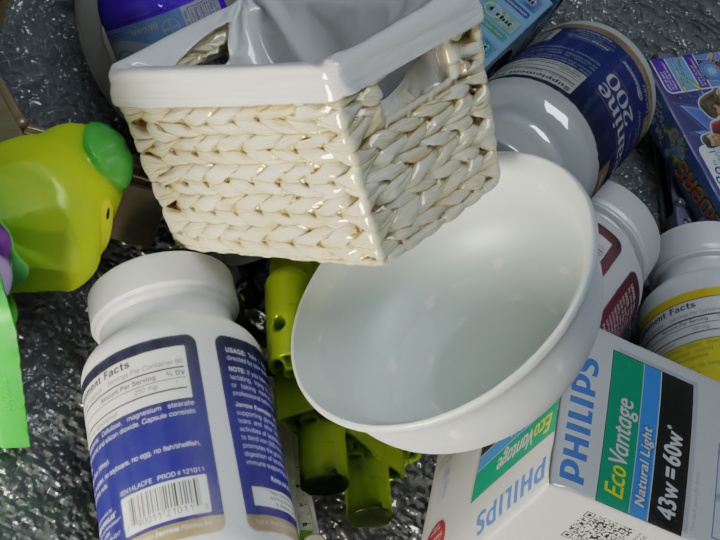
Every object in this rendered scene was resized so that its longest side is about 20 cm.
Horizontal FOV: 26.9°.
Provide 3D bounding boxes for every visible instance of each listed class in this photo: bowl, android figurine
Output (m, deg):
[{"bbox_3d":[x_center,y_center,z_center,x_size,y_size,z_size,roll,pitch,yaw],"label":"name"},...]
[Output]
[{"bbox_3d":[0.064,0.034,0.883,0.091,0.199,0.202,51,42,-36],"label":"bowl"},{"bbox_3d":[-0.012,0.061,0.991,0.182,0.041,0.202,45,34,-48],"label":"android figurine"}]

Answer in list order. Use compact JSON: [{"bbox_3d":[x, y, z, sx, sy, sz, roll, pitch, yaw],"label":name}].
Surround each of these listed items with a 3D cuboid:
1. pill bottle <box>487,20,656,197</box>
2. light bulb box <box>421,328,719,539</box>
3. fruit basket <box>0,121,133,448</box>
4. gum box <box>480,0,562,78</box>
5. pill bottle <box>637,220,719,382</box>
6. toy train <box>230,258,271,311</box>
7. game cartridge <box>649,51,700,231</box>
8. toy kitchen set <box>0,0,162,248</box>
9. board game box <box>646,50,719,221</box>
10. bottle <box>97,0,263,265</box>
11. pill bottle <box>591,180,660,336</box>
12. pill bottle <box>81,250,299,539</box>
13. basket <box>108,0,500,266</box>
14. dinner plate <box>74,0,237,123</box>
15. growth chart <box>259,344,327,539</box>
[{"bbox_3d":[0.127,-0.094,1.061,0.111,0.111,0.200,42,40,4],"label":"pill bottle"},{"bbox_3d":[0.166,0.161,0.966,0.198,0.199,0.126,24,50,-11],"label":"light bulb box"},{"bbox_3d":[-0.212,0.000,0.883,0.214,0.216,0.157,-13,66,-31],"label":"fruit basket"},{"bbox_3d":[0.056,-0.124,1.111,0.044,0.170,0.200,41,51,4],"label":"gum box"},{"bbox_3d":[0.267,0.068,1.128,0.110,0.111,0.202,11,56,-19],"label":"pill bottle"},{"bbox_3d":[0.000,0.000,1.093,0.198,0.034,0.046,-9,68,-29],"label":"toy train"},{"bbox_3d":[0.315,-0.092,1.305,0.128,0.038,0.202,10,56,-15],"label":"game cartridge"},{"bbox_3d":[-0.204,-0.152,1.020,0.179,0.202,0.163,16,13,-16],"label":"toy kitchen set"},{"bbox_3d":[0.322,-0.094,1.266,0.134,0.035,0.202,-10,65,-29],"label":"board game box"},{"bbox_3d":[-0.104,-0.103,1.004,0.065,0.083,0.202,-40,115,-50],"label":"bottle"},{"bbox_3d":[0.134,0.025,1.090,0.114,0.114,0.200,40,51,3],"label":"pill bottle"},{"bbox_3d":[-0.107,0.098,0.906,0.115,0.116,0.202,2,59,-25],"label":"pill bottle"},{"bbox_3d":[-0.030,-0.087,0.886,0.135,0.199,0.125,-35,119,-38],"label":"basket"},{"bbox_3d":[-0.118,-0.165,1.035,0.200,0.201,0.024,40,35,3],"label":"dinner plate"},{"bbox_3d":[-0.091,0.129,0.978,0.143,0.018,0.202,-5,61,-27],"label":"growth chart"}]
